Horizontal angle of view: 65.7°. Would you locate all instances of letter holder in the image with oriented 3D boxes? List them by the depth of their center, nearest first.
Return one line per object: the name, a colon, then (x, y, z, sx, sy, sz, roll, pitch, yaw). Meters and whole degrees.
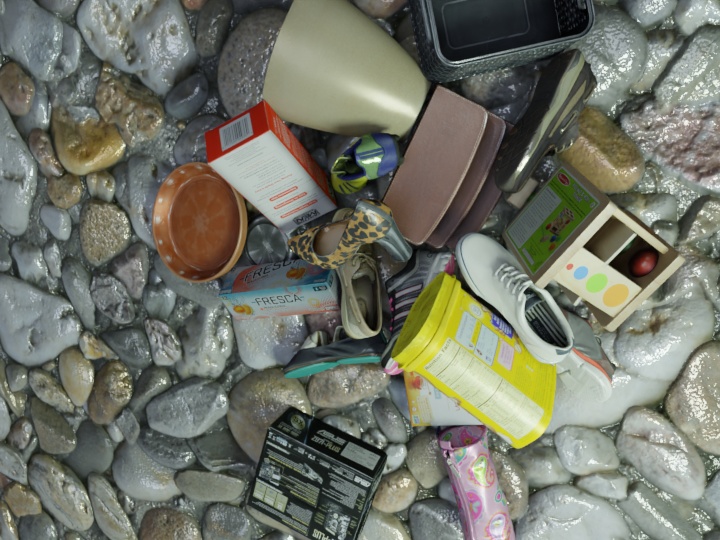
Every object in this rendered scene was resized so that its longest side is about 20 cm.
letter holder: (0.130, -0.130, 0.780, 0.141, 0.101, 0.202, 29, 109, 9)

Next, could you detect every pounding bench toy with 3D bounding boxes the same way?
pounding bench toy: (0.289, -0.046, 0.736, 0.155, 0.201, 0.125, 28, 114, -22)

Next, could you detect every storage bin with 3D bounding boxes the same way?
storage bin: (0.169, -0.327, 0.693, 0.197, 0.094, 0.137, -14, 97, -4)

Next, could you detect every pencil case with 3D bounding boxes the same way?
pencil case: (0.176, 0.335, 0.861, 0.086, 0.087, 0.202, -13, 99, 21)

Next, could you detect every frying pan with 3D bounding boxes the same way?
frying pan: (-0.117, -0.050, 0.922, 0.188, 0.031, 0.116, -12, 98, 24)

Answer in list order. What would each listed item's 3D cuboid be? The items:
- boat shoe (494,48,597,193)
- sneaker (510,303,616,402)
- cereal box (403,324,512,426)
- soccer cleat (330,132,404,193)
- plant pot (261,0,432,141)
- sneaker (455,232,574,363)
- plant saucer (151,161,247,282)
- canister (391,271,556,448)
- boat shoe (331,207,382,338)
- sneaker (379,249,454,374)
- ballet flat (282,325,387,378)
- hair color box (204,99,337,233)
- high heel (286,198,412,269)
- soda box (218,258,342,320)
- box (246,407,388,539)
boat shoe: (0.248, -0.184, 0.722, 0.073, 0.074, 0.202, 29, 93, -18)
sneaker: (0.284, 0.088, 0.786, 0.201, 0.082, 0.077, 53, 143, -3)
cereal box: (0.165, 0.163, 0.856, 0.197, 0.039, 0.146, -8, 96, 21)
soccer cleat: (-0.013, -0.148, 0.787, 0.083, 0.200, 0.066, -16, 93, -23)
plant pot: (-0.007, -0.264, 0.772, 0.198, 0.188, 0.189, 24, 108, -2)
sneaker: (0.200, 0.025, 0.708, 0.073, 0.071, 0.200, -37, 78, -14)
plant saucer: (-0.273, -0.081, 0.951, 0.198, 0.032, 0.203, 1, 93, 26)
canister: (0.153, 0.115, 0.726, 0.199, 0.149, 0.087, 37, 130, -4)
boat shoe: (0.000, 0.000, 0.842, 0.065, 0.071, 0.203, -21, 73, 61)
sneaker: (0.068, 0.054, 0.837, 0.087, 0.074, 0.202, 22, 85, 27)
ballet flat: (-0.044, 0.128, 0.915, 0.198, 0.073, 0.074, -16, 95, 27)
hair color box: (-0.123, -0.141, 0.806, 0.101, 0.200, 0.062, -23, 58, 13)
high heel: (-0.039, -0.059, 0.755, 0.198, 0.143, 0.072, 2, 67, 26)
soda box: (-0.126, 0.030, 0.907, 0.197, 0.064, 0.069, -7, 133, 20)
box: (-0.074, 0.358, 0.954, 0.198, 0.086, 0.166, 21, 107, 14)
